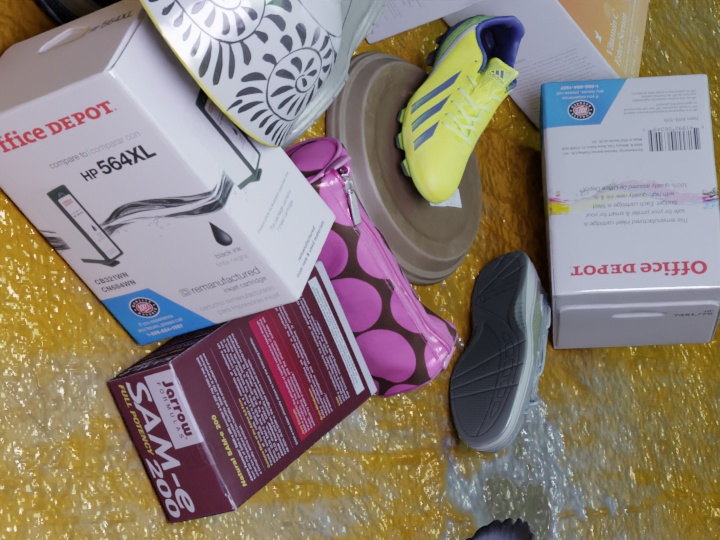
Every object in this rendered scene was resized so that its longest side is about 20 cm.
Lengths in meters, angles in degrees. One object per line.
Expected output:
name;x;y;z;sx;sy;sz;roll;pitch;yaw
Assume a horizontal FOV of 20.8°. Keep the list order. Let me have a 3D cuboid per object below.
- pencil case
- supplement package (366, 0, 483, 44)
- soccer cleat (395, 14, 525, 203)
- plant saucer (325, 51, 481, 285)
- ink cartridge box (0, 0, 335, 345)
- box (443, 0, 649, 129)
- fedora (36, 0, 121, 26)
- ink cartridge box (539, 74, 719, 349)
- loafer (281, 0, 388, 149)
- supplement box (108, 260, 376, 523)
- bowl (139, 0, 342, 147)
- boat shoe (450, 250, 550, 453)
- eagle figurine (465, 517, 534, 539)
pencil case;0.000;0.000;1.459;0.200;0.094;0.091;56;42;-24
supplement package;0.080;-0.283;1.597;0.110;0.200;0.114;59;36;-21
soccer cleat;0.086;-0.138;1.596;0.065;0.084;0.200;50;41;-32
plant saucer;0.042;-0.087;1.614;0.200;0.029;0.200;28;54;-47
ink cartridge box;-0.136;-0.060;1.245;0.200;0.146;0.084;50;42;-28
box;0.166;-0.254;1.790;0.200;0.106;0.152;44;44;-36
fedora;-0.153;-0.249;1.345;0.201;0.092;0.201;27;54;-46
ink cartridge box;0.235;-0.048;1.721;0.146;0.147;0.200;78;11;-68
loafer;-0.041;-0.171;1.505;0.070;0.070;0.200;38;46;-16
supplement box;-0.076;0.080;1.345;0.200;0.061;0.109;-35;104;-56
bowl;-0.067;-0.186;1.215;0.201;0.094;0.201;54;13;-18
boat shoe;0.124;0.073;1.624;0.065;0.074;0.202;47;35;-31
eagle figurine;0.073;0.278;1.420;0.200;0.152;0.151;-16;69;-51
